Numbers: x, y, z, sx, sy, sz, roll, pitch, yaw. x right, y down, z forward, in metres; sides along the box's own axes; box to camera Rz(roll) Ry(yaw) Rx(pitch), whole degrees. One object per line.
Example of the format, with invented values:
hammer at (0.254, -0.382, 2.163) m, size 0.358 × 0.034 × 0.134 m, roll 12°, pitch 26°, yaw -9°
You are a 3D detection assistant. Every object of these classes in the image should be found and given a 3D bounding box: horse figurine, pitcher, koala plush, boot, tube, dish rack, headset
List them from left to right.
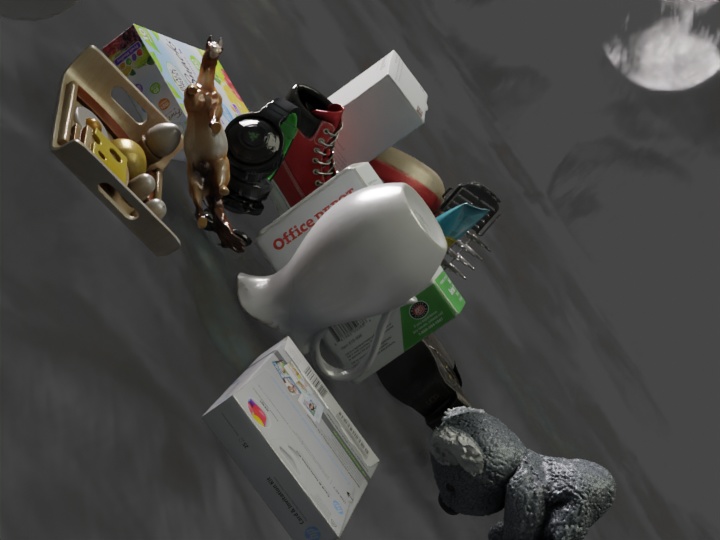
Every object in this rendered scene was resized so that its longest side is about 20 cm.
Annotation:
horse figurine at (-0.148, -0.120, 1.487) m, size 0.133 × 0.050 × 0.201 m, roll -112°, pitch -163°, yaw -71°
headset at (-0.111, -0.101, 1.618) m, size 0.094 × 0.124 × 0.200 m, roll 31°, pitch 45°, yaw 9°
boot at (-0.041, -0.115, 1.773) m, size 0.200 × 0.144 × 0.072 m, roll 51°, pitch 42°, yaw -3°
pitcher at (0.000, 0.016, 1.551) m, size 0.172 × 0.200 × 0.121 m, roll 48°, pitch 18°, yaw -27°
tube at (0.060, -0.019, 1.791) m, size 0.051 × 0.200 × 0.077 m, roll 57°, pitch 18°, yaw 12°
boot at (0.068, 0.107, 1.835) m, size 0.200 × 0.069 × 0.174 m, roll 52°, pitch 10°, yaw -24°
dish rack at (0.110, -0.021, 1.956) m, size 0.055 × 0.200 × 0.153 m, roll 44°, pitch 9°, yaw 26°
koala plush at (0.156, 0.231, 1.660) m, size 0.200 × 0.184 × 0.177 m, roll 45°, pitch 14°, yaw 7°

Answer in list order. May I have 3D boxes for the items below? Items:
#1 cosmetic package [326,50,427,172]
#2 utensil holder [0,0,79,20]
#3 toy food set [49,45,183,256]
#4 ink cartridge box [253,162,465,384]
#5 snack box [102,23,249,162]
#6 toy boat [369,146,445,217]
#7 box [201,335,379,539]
cosmetic package at (-0.017, -0.174, 1.877) m, size 0.081 × 0.200 × 0.113 m, roll 49°, pitch 17°, yaw -16°
utensil holder at (-0.301, -0.341, 1.456) m, size 0.170 × 0.170 × 0.200 m, roll 50°, pitch 19°, yaw -18°
toy food set at (-0.219, -0.118, 1.435) m, size 0.144 × 0.060 × 0.200 m, roll 47°, pitch 17°, yaw -28°
ink cartridge box at (0.000, 0.000, 1.677) m, size 0.200 × 0.146 × 0.083 m, roll 56°, pitch 14°, yaw -1°
snack box at (-0.187, -0.185, 1.675) m, size 0.143 × 0.053 × 0.200 m, roll 58°, pitch 16°, yaw 13°
toy boat at (0.030, -0.068, 1.962) m, size 0.130 × 0.131 × 0.200 m, roll 27°, pitch -26°, yaw 16°
box at (-0.058, 0.156, 1.389) m, size 0.156 × 0.041 × 0.200 m, roll 54°, pitch 15°, yaw -4°
